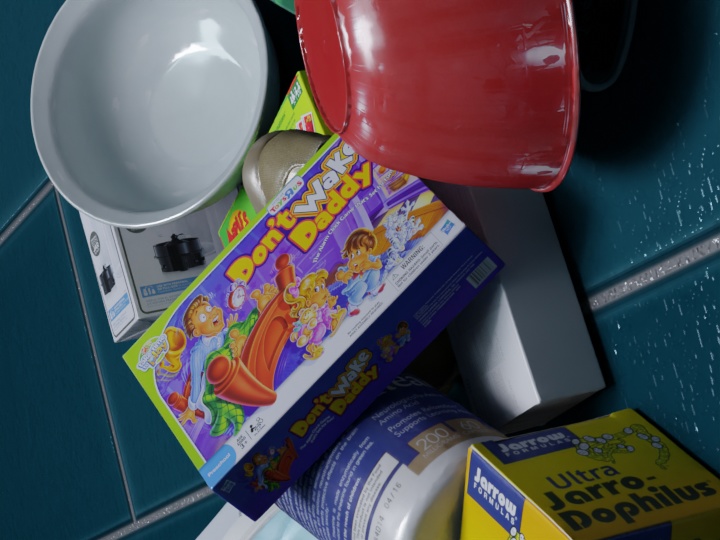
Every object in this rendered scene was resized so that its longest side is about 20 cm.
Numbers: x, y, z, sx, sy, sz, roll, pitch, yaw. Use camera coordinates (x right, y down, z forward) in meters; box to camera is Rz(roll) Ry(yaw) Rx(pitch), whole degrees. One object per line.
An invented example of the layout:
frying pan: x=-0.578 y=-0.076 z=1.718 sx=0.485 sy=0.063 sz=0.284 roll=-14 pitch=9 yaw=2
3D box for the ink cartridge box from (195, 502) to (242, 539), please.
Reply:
ink cartridge box: x=-0.050 y=0.227 z=1.374 sx=0.200 sy=0.040 sz=0.201 roll=-50 pitch=40 yaw=35

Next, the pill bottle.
pill bottle: x=0.006 y=0.109 z=1.190 sx=0.199 sy=0.110 sz=0.112 roll=32 pitch=128 yaw=45

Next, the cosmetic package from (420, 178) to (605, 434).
cosmetic package: x=0.076 y=-0.012 z=1.187 sx=0.083 sy=0.050 sz=0.202 roll=-39 pitch=64 yaw=60

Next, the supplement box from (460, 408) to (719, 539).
supplement box: x=0.121 y=0.194 z=1.105 sx=0.109 sy=0.108 sz=0.202 roll=40 pitch=133 yaw=52

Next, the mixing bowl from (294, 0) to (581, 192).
mixing bowl: x=0.029 y=-0.128 z=1.064 sx=0.200 sy=0.107 sz=0.202 roll=167 pitch=90 yaw=-77

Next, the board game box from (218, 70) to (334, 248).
board game box: x=-0.035 y=-0.039 z=1.403 sx=0.102 sy=0.047 sz=0.200 roll=68 pitch=151 yaw=24

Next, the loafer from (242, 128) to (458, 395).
loafer: x=0.000 y=0.000 z=1.264 sx=0.201 sy=0.076 sz=0.067 roll=54 pitch=150 yaw=-11

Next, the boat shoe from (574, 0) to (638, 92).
boat shoe: x=0.119 y=-0.184 z=1.029 sx=0.072 sy=0.069 sz=0.202 roll=46 pitch=145 yaw=47

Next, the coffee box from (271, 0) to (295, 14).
coffee box: x=-0.028 y=-0.223 z=1.266 sx=0.200 sy=0.044 sz=0.124 roll=-134 pitch=51 yaw=-67

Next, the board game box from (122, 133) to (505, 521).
board game box: x=-0.030 y=0.024 z=1.163 sx=0.200 sy=0.045 sz=0.135 roll=-46 pitch=43 yaw=3

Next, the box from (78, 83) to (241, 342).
box: x=-0.153 y=-0.057 z=1.556 sx=0.060 sy=0.116 sz=0.202 roll=-40 pitch=62 yaw=60

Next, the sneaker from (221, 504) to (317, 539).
sneaker: x=-0.027 y=0.177 z=1.291 sx=0.201 sy=0.074 sz=0.082 roll=-52 pitch=49 yaw=2

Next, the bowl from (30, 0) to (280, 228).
bowl: x=-0.132 y=-0.124 z=1.476 sx=0.199 sy=0.090 sz=0.203 roll=-5 pitch=80 yaw=27
